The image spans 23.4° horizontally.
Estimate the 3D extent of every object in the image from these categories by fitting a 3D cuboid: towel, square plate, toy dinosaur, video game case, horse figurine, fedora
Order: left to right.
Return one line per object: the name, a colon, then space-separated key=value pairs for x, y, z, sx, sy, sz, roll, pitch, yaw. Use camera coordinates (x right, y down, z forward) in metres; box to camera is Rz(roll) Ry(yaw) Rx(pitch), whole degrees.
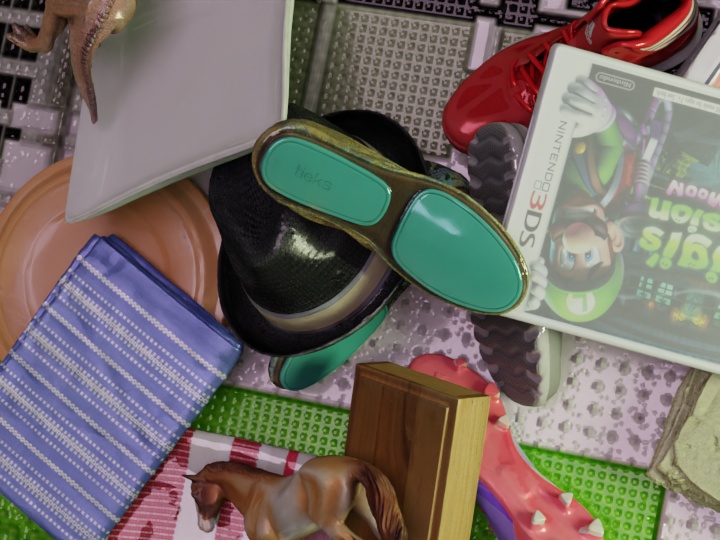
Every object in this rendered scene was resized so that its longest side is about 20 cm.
towel: x=-0.193 y=0.090 z=1.267 sx=0.145 sy=0.024 sz=0.200 roll=38 pitch=94 yaw=11
toy dinosaur: x=-0.178 y=-0.213 z=1.239 sx=0.135 sy=0.086 sz=0.201 roll=-5 pitch=71 yaw=48
square plate: x=-0.121 y=-0.139 z=1.244 sx=0.198 sy=0.028 sz=0.201 roll=-20 pitch=50 yaw=31
towel: x=-0.106 y=0.191 z=1.257 sx=0.199 sy=0.023 sz=0.145 roll=11 pitch=86 yaw=10
fedora: x=-0.048 y=-0.044 z=1.201 sx=0.200 sy=0.092 sz=0.201 roll=-21 pitch=49 yaw=27
horse figurine: x=-0.033 y=0.176 z=1.184 sx=0.200 sy=0.050 sz=0.133 roll=-26 pitch=72 yaw=42
video game case: x=0.198 y=-0.036 z=1.149 sx=0.199 sy=0.023 sz=0.183 roll=15 pitch=94 yaw=-4
towel: x=0.308 y=0.117 z=1.173 sx=0.199 sy=0.036 sz=0.149 roll=26 pitch=89 yaw=15

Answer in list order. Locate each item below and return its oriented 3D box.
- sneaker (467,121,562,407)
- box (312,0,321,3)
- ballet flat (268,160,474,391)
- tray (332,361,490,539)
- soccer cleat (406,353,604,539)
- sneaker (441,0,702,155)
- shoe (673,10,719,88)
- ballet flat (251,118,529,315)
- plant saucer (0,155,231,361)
sneaker: x=0.128 y=-0.004 z=1.208 sx=0.075 sy=0.082 sz=0.201 roll=11 pitch=106 yaw=55
box: x=-0.062 y=-0.323 z=1.304 sx=0.160 sy=0.044 sz=0.201 roll=24 pitch=89 yaw=13
ballet flat: x=0.000 y=0.000 z=1.249 sx=0.200 sy=0.074 sz=0.074 roll=-44 pitch=77 yaw=3
tray: x=0.027 y=0.171 z=1.184 sx=0.098 sy=0.037 sz=0.201 roll=16 pitch=101 yaw=44
soccer cleat: x=0.092 y=0.144 z=1.207 sx=0.067 sy=0.077 sz=0.200 roll=-26 pitch=60 yaw=-29
sneaker: x=0.139 y=-0.151 z=1.201 sx=0.200 sy=0.116 sz=0.079 roll=-30 pitch=77 yaw=6
shoe: x=0.259 y=-0.114 z=1.193 sx=0.091 sy=0.071 sz=0.200 roll=34 pitch=102 yaw=-1
ballet flat: x=0.021 y=-0.040 z=1.126 sx=0.200 sy=0.071 sz=0.071 roll=28 pitch=90 yaw=-9
plant saucer: x=-0.193 y=0.008 z=1.300 sx=0.199 sy=0.032 sz=0.201 roll=-1 pitch=84 yaw=13
